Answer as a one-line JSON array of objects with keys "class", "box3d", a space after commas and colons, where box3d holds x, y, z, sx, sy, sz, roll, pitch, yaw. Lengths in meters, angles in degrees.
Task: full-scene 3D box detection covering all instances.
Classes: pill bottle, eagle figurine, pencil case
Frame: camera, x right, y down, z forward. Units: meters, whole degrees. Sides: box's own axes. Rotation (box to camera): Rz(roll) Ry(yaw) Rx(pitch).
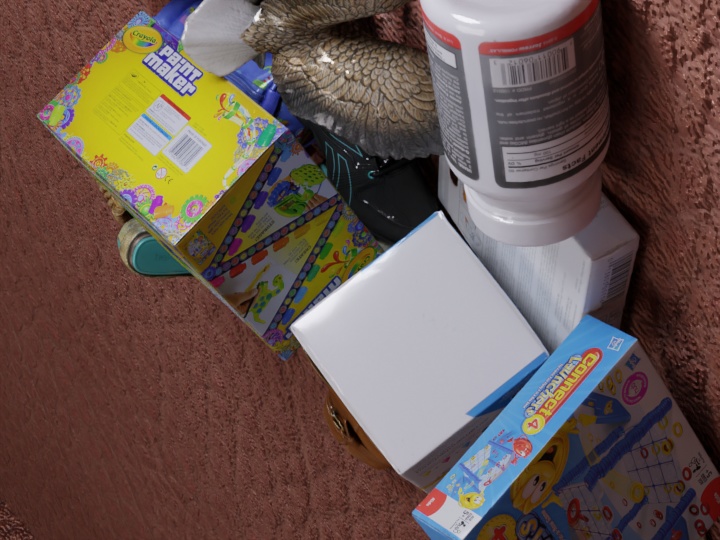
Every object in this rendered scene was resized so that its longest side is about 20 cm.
[{"class": "pill bottle", "box3d": [0.106, -0.119, 1.307, 0.116, 0.116, 0.201, 37, 152, 38]}, {"class": "eagle figurine", "box3d": [-0.013, -0.179, 1.433, 0.200, 0.152, 0.151, 31, -173, 38]}, {"class": "pencil case", "box3d": [-0.112, -0.174, 1.720, 0.200, 0.087, 0.078, 34, 110, 40]}]

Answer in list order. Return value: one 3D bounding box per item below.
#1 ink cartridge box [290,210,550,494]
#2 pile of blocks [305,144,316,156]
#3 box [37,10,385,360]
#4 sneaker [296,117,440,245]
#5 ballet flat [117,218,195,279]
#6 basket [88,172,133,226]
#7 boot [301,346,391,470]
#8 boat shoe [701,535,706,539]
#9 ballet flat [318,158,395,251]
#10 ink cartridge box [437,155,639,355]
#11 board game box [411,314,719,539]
[{"class": "ink cartridge box", "box3d": [0.059, 0.072, 1.548, 0.145, 0.147, 0.200, 52, 180, 15]}, {"class": "pile of blocks", "box3d": [-0.070, -0.087, 1.705, 0.082, 0.062, 0.200, 34, -158, -35]}, {"class": "box", "box3d": [-0.115, -0.065, 1.545, 0.200, 0.122, 0.193, 40, 174, 37]}, {"class": "sneaker", "box3d": [0.001, -0.107, 1.587, 0.200, 0.075, 0.079, 55, 153, 12]}, {"class": "ballet flat", "box3d": [-0.139, -0.021, 1.897, 0.071, 0.199, 0.071, -20, 67, 61]}, {"class": "basket", "box3d": [-0.166, -0.085, 1.875, 0.149, 0.142, 0.200, 56, 158, 0]}, {"class": "boot", "box3d": [-0.015, 0.113, 1.942, 0.201, 0.073, 0.155, 57, 162, 4]}, {"class": "boat shoe", "box3d": [0.235, 0.222, 1.582, 0.072, 0.065, 0.201, 21, 139, 57]}, {"class": "ballet flat", "box3d": [0.010, -0.040, 1.673, 0.200, 0.062, 0.068, -111, 11, -57]}, {"class": "ink cartridge box", "box3d": [0.128, -0.039, 1.487, 0.200, 0.047, 0.160, 56, 161, 29]}, {"class": "board game box", "box3d": [0.159, 0.171, 1.439, 0.056, 0.196, 0.200, 26, 159, 49]}]
